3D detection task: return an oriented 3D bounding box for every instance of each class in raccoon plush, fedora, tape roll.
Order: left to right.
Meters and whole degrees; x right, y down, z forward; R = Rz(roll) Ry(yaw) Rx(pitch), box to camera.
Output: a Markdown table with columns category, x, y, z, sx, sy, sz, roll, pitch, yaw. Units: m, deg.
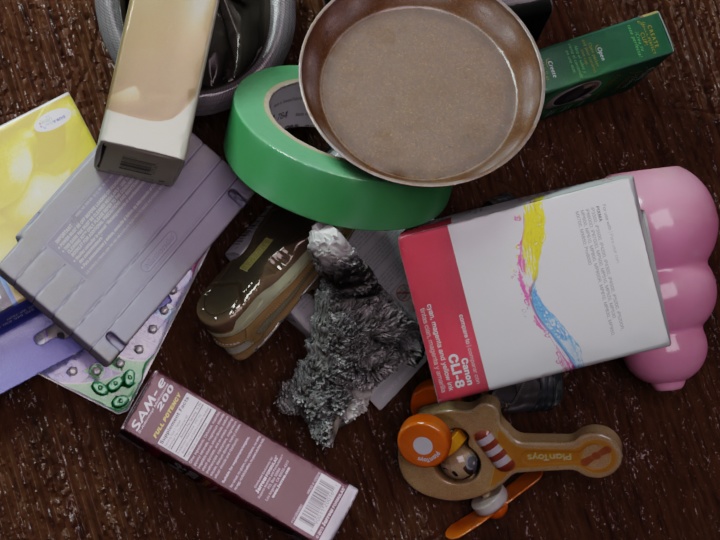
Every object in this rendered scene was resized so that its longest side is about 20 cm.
| category | x | y | z | sx | sy | sz | roll | pitch | yaw |
| --- | --- | --- | --- | --- | --- | --- | --- | --- | --- |
| fedora | -0.149 | -0.231 | 1.436 | 0.175 | 0.090 | 0.202 | -10 | 85 | -12 |
| raccoon plush | -0.037 | 0.054 | 1.362 | 0.134 | 0.097 | 0.200 | -45 | 129 | -6 |
| tape roll | -0.015 | -0.107 | 1.356 | 0.198 | 0.201 | 0.048 | 10 | 122 | -9 |

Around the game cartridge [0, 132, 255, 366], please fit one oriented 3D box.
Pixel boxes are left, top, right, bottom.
| category | x | y | z | sx | sy | sz | roll | pitch | yaw |
| --- | --- | --- | --- | --- | --- | --- | --- | --- | --- |
| game cartridge | -0.198 | -0.035 | 1.360 | 0.129 | 0.038 | 0.200 | 40 | 71 | -1 |

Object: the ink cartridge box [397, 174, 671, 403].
| category | x | y | z | sx | sy | sz | roll | pitch | yaw |
| --- | --- | --- | --- | --- | --- | --- | --- | --- | --- |
| ink cartridge box | 0.146 | 0.011 | 1.353 | 0.198 | 0.145 | 0.146 | -14 | 92 | 6 |

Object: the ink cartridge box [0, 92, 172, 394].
| category | x | y | z | sx | sy | sz | roll | pitch | yaw |
| --- | --- | --- | --- | --- | --- | --- | --- | --- | --- |
| ink cartridge box | -0.290 | -0.019 | 1.374 | 0.197 | 0.047 | 0.201 | -29 | 85 | -15 |

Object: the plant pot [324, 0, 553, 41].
| category | x | y | z | sx | sy | sz | roll | pitch | yaw |
| --- | --- | --- | --- | --- | --- | --- | --- | --- | --- |
| plant pot | 0.049 | -0.279 | 1.440 | 0.176 | 0.200 | 0.201 | -17 | 85 | -1 |

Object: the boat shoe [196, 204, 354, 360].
| category | x | y | z | sx | sy | sz | roll | pitch | yaw |
| --- | --- | --- | --- | --- | --- | --- | --- | --- | --- |
| boat shoe | -0.056 | -0.007 | 1.390 | 0.200 | 0.071 | 0.076 | -45 | 133 | -14 |

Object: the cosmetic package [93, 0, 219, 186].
| category | x | y | z | sx | sy | sz | roll | pitch | yaw |
| --- | --- | --- | --- | --- | --- | --- | --- | --- | --- |
| cosmetic package | -0.163 | -0.181 | 1.324 | 0.070 | 0.105 | 0.202 | 13 | 77 | -10 |

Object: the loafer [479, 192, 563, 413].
| category | x | y | z | sx | sy | sz | roll | pitch | yaw |
| --- | --- | --- | --- | --- | --- | --- | --- | --- | --- |
| loafer | 0.130 | 0.031 | 1.457 | 0.072 | 0.073 | 0.202 | -8 | 83 | -19 |

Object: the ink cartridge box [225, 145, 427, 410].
| category | x | y | z | sx | sy | sz | roll | pitch | yaw |
| --- | --- | --- | --- | --- | --- | --- | --- | --- | --- |
| ink cartridge box | 0.000 | 0.000 | 1.464 | 0.160 | 0.047 | 0.200 | -46 | 109 | -14 |

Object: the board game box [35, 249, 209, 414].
| category | x | y | z | sx | sy | sz | roll | pitch | yaw |
| --- | --- | --- | --- | --- | --- | --- | --- | --- | --- |
| board game box | -0.250 | -0.006 | 1.416 | 0.199 | 0.026 | 0.201 | 27 | 77 | -6 |

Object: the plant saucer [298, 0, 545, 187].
| category | x | y | z | sx | sy | sz | roll | pitch | yaw |
| --- | --- | --- | --- | --- | --- | --- | --- | --- | --- |
| plant saucer | 0.048 | -0.149 | 1.297 | 0.198 | 0.035 | 0.202 | 2 | 64 | -4 |

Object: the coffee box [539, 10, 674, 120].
| category | x | y | z | sx | sy | sz | roll | pitch | yaw |
| --- | --- | --- | --- | --- | --- | --- | --- | --- | --- |
| coffee box | 0.175 | -0.173 | 1.476 | 0.198 | 0.123 | 0.044 | -19 | 83 | -12 |

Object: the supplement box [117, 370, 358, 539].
| category | x | y | z | sx | sy | sz | roll | pitch | yaw |
| --- | --- | --- | --- | --- | --- | --- | --- | --- | --- |
| supplement box | -0.107 | 0.163 | 1.376 | 0.199 | 0.109 | 0.061 | 32 | 78 | -4 |

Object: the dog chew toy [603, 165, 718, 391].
| category | x | y | z | sx | sy | sz | roll | pitch | yaw |
| --- | --- | --- | --- | --- | --- | --- | --- | --- | --- |
| dog chew toy | 0.269 | 0.009 | 1.471 | 0.123 | 0.124 | 0.202 | -7 | 91 | -12 |

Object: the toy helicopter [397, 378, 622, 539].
| category | x | y | z | sx | sy | sz | roll | pitch | yaw |
| --- | --- | --- | --- | --- | --- | --- | --- | --- | --- |
| toy helicopter | 0.131 | 0.169 | 1.418 | 0.198 | 0.079 | 0.133 | -3 | 115 | 14 |
